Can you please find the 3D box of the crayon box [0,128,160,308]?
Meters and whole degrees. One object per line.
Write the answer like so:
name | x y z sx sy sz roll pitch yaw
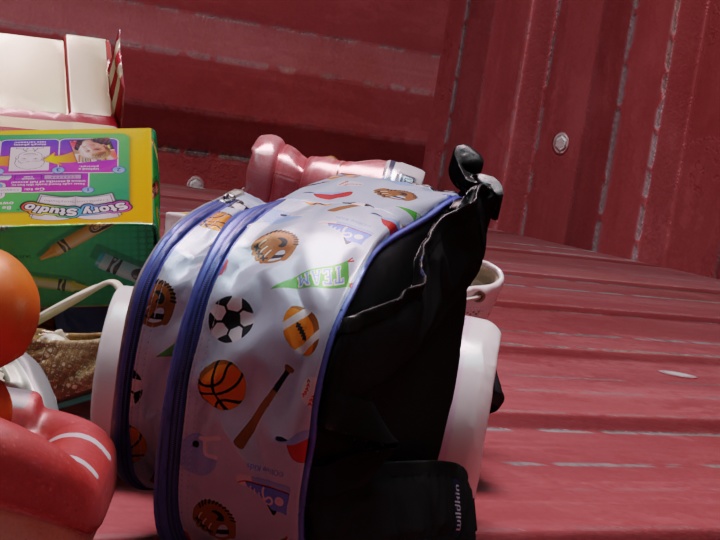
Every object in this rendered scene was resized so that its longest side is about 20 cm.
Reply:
crayon box | -0.219 -0.032 1.360 0.200 0.058 0.119 -1 32 -5

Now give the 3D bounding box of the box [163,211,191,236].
box | -0.036 0.028 1.597 0.200 0.113 0.101 12 6 18

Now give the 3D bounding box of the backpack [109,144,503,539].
backpack | -0.026 0.047 1.018 0.154 0.200 0.190 5 11 12

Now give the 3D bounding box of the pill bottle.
pill bottle | -0.034 0.064 1.175 0.200 0.112 0.112 10 5 2

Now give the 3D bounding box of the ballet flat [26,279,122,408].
ballet flat | -0.117 0.033 1.268 0.200 0.065 0.071 -13 2 6

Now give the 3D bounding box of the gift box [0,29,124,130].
gift box | -0.255 -0.076 1.581 0.186 0.200 0.185 6 -22 -24

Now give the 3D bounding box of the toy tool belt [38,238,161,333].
toy tool belt | -0.122 0.041 1.420 0.200 0.125 0.123 6 36 -4

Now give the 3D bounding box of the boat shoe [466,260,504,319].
boat shoe | 0.000 0.000 1.392 0.200 0.069 0.071 8 39 -35

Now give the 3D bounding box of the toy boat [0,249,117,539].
toy boat | -0.162 0.055 0.925 0.130 0.131 0.200 8 5 -3

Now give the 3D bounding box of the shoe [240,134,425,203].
shoe | -0.020 -0.019 1.213 0.091 0.072 0.200 16 -16 2

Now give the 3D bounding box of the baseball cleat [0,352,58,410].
baseball cleat | -0.181 0.065 1.149 0.106 0.070 0.200 27 3 -40

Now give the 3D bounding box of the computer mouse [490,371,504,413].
computer mouse | 0.010 0.063 1.384 0.140 0.046 0.200 8 -12 -4
